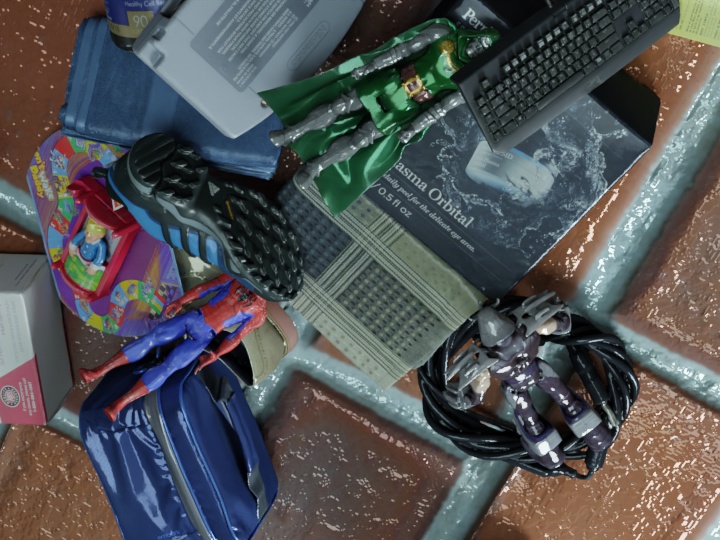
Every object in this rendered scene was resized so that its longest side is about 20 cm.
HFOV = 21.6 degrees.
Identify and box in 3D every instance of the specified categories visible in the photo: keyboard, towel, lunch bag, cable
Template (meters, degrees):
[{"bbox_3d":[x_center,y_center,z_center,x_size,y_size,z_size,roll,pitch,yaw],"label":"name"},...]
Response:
[{"bbox_3d":[0.153,-0.192,1.440,0.200,0.021,0.127,-37,112,-14],"label":"keyboard"},{"bbox_3d":[-0.155,-0.151,1.628,0.200,0.049,0.112,12,84,7],"label":"towel"},{"bbox_3d":[-0.161,0.160,1.749,0.132,0.136,0.200,-13,110,19],"label":"lunch bag"},{"bbox_3d":[0.000,0.000,1.651,0.200,0.035,0.193,43,140,-2],"label":"towel"},{"bbox_3d":[0.146,0.102,1.694,0.200,0.051,0.163,24,119,2],"label":"cable"}]

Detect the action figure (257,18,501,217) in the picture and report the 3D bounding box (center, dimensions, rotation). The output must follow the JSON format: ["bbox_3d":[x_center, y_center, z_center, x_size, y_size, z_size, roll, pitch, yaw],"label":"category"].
[{"bbox_3d":[0.025,-0.136,1.478,0.200,0.055,0.118,-31,100,20],"label":"action figure"}]

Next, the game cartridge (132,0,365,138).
[{"bbox_3d":[-0.077,-0.213,1.534,0.200,0.040,0.133,-50,120,-4],"label":"game cartridge"}]

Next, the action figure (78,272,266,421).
[{"bbox_3d":[-0.148,0.055,1.655,0.200,0.052,0.065,-35,86,-12],"label":"action figure"}]

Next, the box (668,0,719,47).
[{"bbox_3d":[0.328,-0.208,1.498,0.200,0.050,0.075,16,118,7],"label":"box"}]

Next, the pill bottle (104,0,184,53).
[{"bbox_3d":[-0.167,-0.288,1.543,0.112,0.112,0.200,-2,116,14],"label":"pill bottle"}]

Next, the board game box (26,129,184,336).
[{"bbox_3d":[-0.243,-0.029,1.690,0.158,0.039,0.200,-4,105,37],"label":"board game box"}]

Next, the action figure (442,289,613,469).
[{"bbox_3d":[0.137,0.090,1.598,0.130,0.069,0.200,-32,130,3],"label":"action figure"}]

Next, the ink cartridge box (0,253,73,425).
[{"bbox_3d":[-0.386,0.064,1.786,0.200,0.083,0.147,1,117,13],"label":"ink cartridge box"}]

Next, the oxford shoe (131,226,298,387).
[{"bbox_3d":[-0.145,0.021,1.704,0.200,0.074,0.071,41,139,-6],"label":"oxford shoe"}]

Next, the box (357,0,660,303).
[{"bbox_3d":[0.108,-0.118,1.558,0.197,0.117,0.200,39,117,-7],"label":"box"}]

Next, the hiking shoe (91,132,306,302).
[{"bbox_3d":[-0.132,-0.043,1.624,0.200,0.074,0.087,42,148,-21],"label":"hiking shoe"}]
